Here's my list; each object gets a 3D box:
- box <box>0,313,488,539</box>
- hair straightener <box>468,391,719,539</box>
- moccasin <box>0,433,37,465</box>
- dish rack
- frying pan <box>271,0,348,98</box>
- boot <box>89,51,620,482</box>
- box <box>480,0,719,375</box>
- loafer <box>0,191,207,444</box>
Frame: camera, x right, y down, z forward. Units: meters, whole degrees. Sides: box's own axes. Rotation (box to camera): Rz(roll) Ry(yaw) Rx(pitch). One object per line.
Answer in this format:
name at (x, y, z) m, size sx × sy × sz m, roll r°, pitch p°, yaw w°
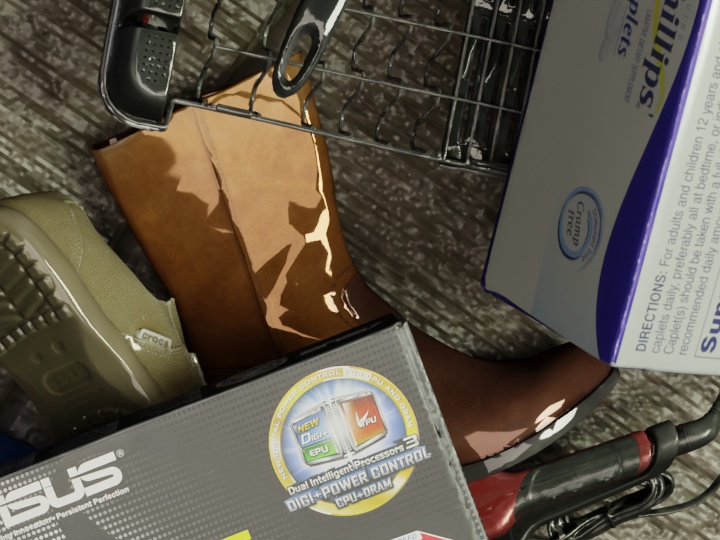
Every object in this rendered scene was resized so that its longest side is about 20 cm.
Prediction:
box at (-0.048, 0.127, 0.885) m, size 0.200 × 0.044 × 0.161 m, roll -20°, pitch 96°, yaw -4°
hair straightener at (0.086, 0.105, 0.999) m, size 0.200 × 0.041 × 0.077 m, roll -25°, pitch 147°, yaw 7°
moccasin at (-0.119, 0.151, 0.985) m, size 0.200 × 0.080 × 0.068 m, roll 40°, pitch 103°, yaw -10°
dish rack at (0.000, -0.120, 0.923) m, size 0.200 × 0.055 × 0.154 m, roll 12°, pitch 88°, yaw -10°
frying pan at (0.026, -0.162, 0.885) m, size 0.115 × 0.031 × 0.191 m, roll 3°, pitch 98°, yaw -7°
boot at (0.000, 0.000, 0.974) m, size 0.188 × 0.068 × 0.200 m, roll -18°, pitch 96°, yaw 10°
box at (0.174, -0.054, 0.897) m, size 0.200 × 0.105 × 0.184 m, roll 6°, pitch 105°, yaw -31°
loafer at (-0.099, 0.047, 0.939) m, size 0.076 × 0.067 × 0.200 m, roll -14°, pitch 115°, yaw 34°
